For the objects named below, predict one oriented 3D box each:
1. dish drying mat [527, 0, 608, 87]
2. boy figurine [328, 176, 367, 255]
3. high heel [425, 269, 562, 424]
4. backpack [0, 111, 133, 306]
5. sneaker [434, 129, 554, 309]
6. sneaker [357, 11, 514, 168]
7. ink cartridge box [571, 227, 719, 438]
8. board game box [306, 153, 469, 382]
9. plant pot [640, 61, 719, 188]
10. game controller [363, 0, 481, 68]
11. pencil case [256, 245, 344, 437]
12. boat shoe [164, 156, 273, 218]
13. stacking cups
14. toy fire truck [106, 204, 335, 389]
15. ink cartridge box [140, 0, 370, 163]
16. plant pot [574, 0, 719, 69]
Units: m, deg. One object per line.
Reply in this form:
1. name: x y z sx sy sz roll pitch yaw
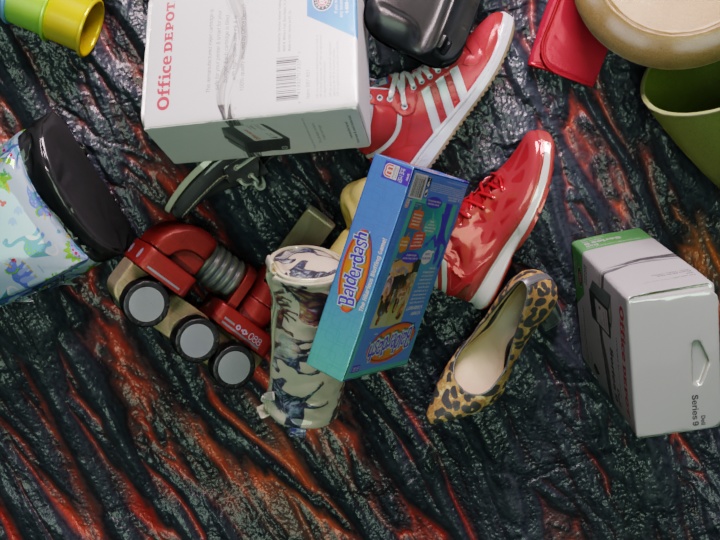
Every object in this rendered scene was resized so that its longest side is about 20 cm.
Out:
1. dish drying mat: 0.237 -0.294 0.846 0.076 0.018 0.202 16 105 -7
2. boy figurine: 0.000 0.000 0.893 0.123 0.064 0.202 -9 107 -31
3. high heel: 0.128 0.081 0.885 0.200 0.143 0.071 -43 62 1
4. backpack: -0.364 -0.039 0.852 0.198 0.154 0.164 -19 113 17
5. sneaker: 0.118 -0.064 0.879 0.114 0.078 0.202 19 103 -8
6. sneaker: 0.061 -0.192 0.843 0.112 0.071 0.201 31 105 -13
7. ink cartridge box: 0.284 0.056 0.851 0.083 0.200 0.148 -9 106 2
8. board game box: 0.030 -0.002 0.803 0.045 0.152 0.202 22 99 24
9. plant pot: 0.405 -0.140 0.826 0.186 0.188 0.200 -36 118 9
10. game controller: 0.076 -0.297 0.798 0.103 0.042 0.202 21 82 -5
11. pencil case: -0.057 0.068 0.833 0.089 0.078 0.202 -14 127 -25
12. boat shoe: -0.114 -0.112 0.862 0.200 0.073 0.063 -41 100 5
13. stacking cups: -0.355 -0.276 0.823 0.198 0.061 0.061 23 104 -2
14. toy fire truck: -0.137 0.000 0.876 0.176 0.128 0.201 40 80 -24
15. ink cartridge box: -0.094 -0.189 0.789 0.198 0.084 0.147 -4 72 8
16. plant pot: 0.297 -0.289 0.780 0.198 0.027 0.202 -1 85 15
